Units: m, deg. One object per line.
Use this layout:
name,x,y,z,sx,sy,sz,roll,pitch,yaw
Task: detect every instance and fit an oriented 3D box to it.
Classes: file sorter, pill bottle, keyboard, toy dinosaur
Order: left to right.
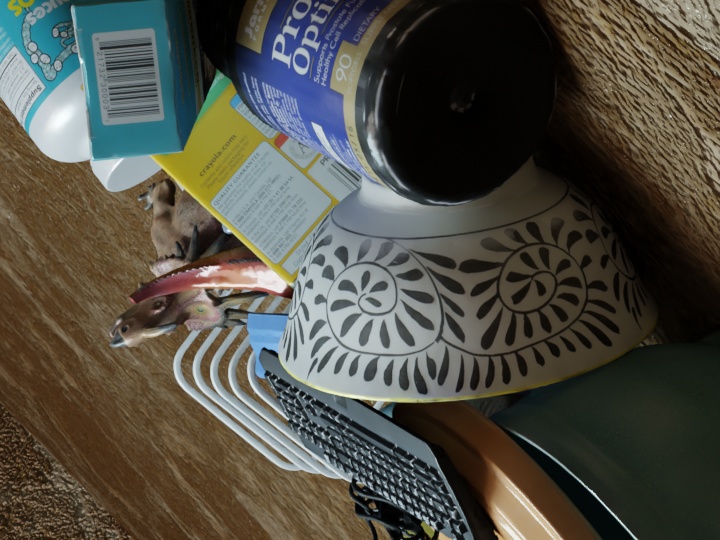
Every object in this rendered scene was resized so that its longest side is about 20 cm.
pill bottle,-0.202,-0.152,1.838,0.200,0.111,0.111,52,167,13
toy dinosaur,-0.089,-0.037,1.740,0.086,0.200,0.136,22,-172,-17
file sorter,-0.024,0.061,1.804,0.139,0.125,0.200,40,168,-14
toy dinosaur,0.000,0.000,1.580,0.181,0.200,0.105,42,-170,23
pill bottle,0.001,-0.110,1.362,0.200,0.112,0.112,29,155,53
keyboard,0.003,0.109,1.400,0.104,0.040,0.200,58,165,-26

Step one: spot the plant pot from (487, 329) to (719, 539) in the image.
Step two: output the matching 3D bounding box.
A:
plant pot,0.173,0.114,1.368,0.200,0.134,0.200,47,166,15

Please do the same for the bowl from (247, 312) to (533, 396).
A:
bowl,0.035,0.048,1.537,0.201,0.201,0.039,-178,91,-71

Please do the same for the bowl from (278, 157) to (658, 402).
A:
bowl,0.050,-0.012,1.391,0.201,0.201,0.094,26,128,58

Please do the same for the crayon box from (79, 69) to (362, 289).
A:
crayon box,-0.051,-0.087,1.533,0.200,0.126,0.052,42,-178,30

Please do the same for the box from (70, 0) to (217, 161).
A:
box,-0.111,-0.120,1.422,0.200,0.049,0.082,-82,-13,-74

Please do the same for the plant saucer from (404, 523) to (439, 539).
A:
plant saucer,0.128,0.188,1.672,0.200,0.048,0.200,22,-172,-7

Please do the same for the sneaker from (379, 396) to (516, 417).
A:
sneaker,0.068,0.102,1.657,0.082,0.074,0.200,4,169,27

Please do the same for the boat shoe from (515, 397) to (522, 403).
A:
boat shoe,0.168,0.134,1.580,0.200,0.071,0.069,51,170,36

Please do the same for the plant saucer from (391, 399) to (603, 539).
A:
plant saucer,0.082,0.145,1.393,0.200,0.032,0.200,48,167,15

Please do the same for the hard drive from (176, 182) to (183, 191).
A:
hard drive,-0.107,-0.090,1.916,0.132,0.026,0.200,56,165,-25
